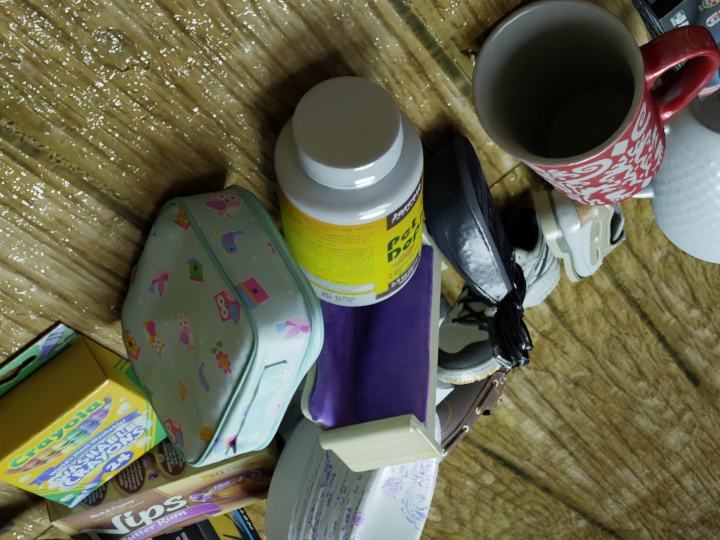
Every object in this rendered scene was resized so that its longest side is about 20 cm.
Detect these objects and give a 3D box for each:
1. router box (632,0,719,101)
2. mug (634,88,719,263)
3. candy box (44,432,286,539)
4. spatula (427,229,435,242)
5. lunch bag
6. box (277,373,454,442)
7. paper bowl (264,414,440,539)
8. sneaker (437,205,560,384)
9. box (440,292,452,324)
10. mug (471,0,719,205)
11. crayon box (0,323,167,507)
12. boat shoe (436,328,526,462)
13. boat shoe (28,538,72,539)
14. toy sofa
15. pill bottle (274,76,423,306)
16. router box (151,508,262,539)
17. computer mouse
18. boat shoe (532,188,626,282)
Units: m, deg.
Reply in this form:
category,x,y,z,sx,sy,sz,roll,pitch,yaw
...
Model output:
category,x,y,z,sx,sy,sz,roll,pitch,yaw
router box,0.306,-0.236,1.588,0.150,0.062,0.200,-39,157,7
mug,0.315,-0.110,1.773,0.200,0.148,0.175,-4,150,6
candy box,-0.168,0.184,1.705,0.200,0.056,0.117,-20,155,4
spatula,0.000,0.000,1.685,0.200,0.021,0.057,-27,150,-21
lunch bag,-0.105,0.048,1.459,0.077,0.160,0.200,-18,151,-33
box,-0.037,0.132,1.786,0.200,0.041,0.156,0,148,-33
paper bowl,-0.013,0.199,1.699,0.201,0.104,0.201,16,90,-72
sneaker,0.112,0.017,1.745,0.200,0.076,0.088,-54,140,-42
box,0.048,0.051,1.812,0.082,0.049,0.200,-35,157,1
mug,0.198,-0.122,1.548,0.177,0.133,0.200,6,171,18
crayon box,-0.237,0.122,1.565,0.126,0.052,0.200,-37,156,4
boat shoe,0.107,0.118,1.932,0.200,0.070,0.070,-41,-168,-33
boat shoe,-0.281,0.264,1.686,0.200,0.074,0.069,-3,156,-5
toy sofa,0.015,0.054,1.567,0.083,0.200,0.098,-12,143,22
pill bottle,-0.007,-0.060,1.447,0.109,0.109,0.200,-30,157,-12
router box,-0.130,0.274,1.812,0.051,0.200,0.149,-37,157,9
computer mouse,0.091,-0.022,1.620,0.053,0.139,0.200,-15,122,13
boat shoe,0.213,-0.038,1.799,0.068,0.075,0.200,-18,169,11
